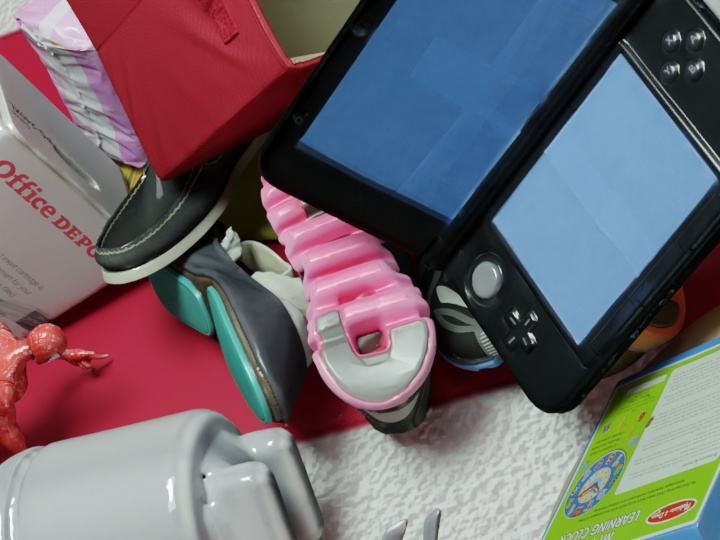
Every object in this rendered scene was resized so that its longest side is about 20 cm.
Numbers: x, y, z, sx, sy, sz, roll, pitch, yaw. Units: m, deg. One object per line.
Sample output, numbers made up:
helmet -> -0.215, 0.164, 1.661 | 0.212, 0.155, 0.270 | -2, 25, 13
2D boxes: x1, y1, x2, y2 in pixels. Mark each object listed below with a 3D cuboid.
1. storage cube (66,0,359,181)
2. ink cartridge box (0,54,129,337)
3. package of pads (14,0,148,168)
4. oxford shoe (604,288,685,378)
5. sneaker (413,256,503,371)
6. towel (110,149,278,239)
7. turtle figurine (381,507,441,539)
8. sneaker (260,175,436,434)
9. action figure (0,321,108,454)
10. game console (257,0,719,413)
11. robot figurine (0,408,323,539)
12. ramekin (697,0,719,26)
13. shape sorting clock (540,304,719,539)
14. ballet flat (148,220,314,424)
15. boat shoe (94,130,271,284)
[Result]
storage cube -> -0.048, -0.179, 1.081 | 0.199, 0.172, 0.180 | -29, -1, -33
ink cartridge box -> -0.249, -0.021, 1.187 | 0.199, 0.145, 0.084 | -32, 47, 12
package of pads -> -0.115, -0.175, 1.234 | 0.075, 0.121, 0.200 | 28, 67, 29
oxford shoe -> 0.112, -0.036, 1.046 | 0.073, 0.071, 0.201 | -44, 40, 44
sneaker -> 0.050, -0.030, 1.085 | 0.070, 0.083, 0.201 | -21, 51, 14
towel -> -0.082, -0.053, 1.219 | 0.198, 0.018, 0.087 | -1, 62, 28
turtle figurine -> 0.003, 0.218, 0.902 | 0.194, 0.200, 0.144 | -39, 14, 3
sneaker -> 0.000, 0.000, 1.079 | 0.078, 0.096, 0.201 | -15, 59, 8
action figure -> -0.222, 0.093, 1.168 | 0.200, 0.099, 0.066 | -37, 47, 30
game console -> 0.073, -0.055, 0.936 | 0.200, 0.118, 0.173 | -53, 54, 31
robot figurine -> -0.122, 0.139, 1.039 | 0.198, 0.114, 0.170 | -14, 13, 20
ramekin -> 0.170, -0.193, 0.979 | 0.094, 0.204, 0.203 | -20, 44, -22
shape sorting clock -> 0.148, 0.094, 0.920 | 0.200, 0.039, 0.200 | -48, 13, 15
ballet flat -> -0.061, 0.019, 1.105 | 0.073, 0.073, 0.200 | -42, 31, -4
boat shoe -> -0.103, -0.073, 1.161 | 0.071, 0.068, 0.201 | -3, 43, 41
